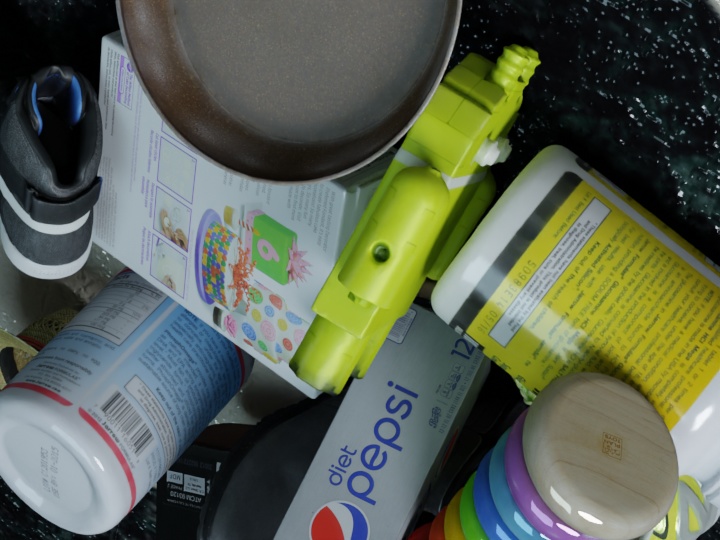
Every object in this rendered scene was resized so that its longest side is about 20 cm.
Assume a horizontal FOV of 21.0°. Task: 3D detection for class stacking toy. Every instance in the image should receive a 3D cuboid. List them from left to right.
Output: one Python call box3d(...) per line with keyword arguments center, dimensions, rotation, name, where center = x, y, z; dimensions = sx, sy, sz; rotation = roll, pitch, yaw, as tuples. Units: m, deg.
box3d(center=(0.075, 0.129, 1.000), dimensions=(0.085, 0.085, 0.200), rotation=(43, 140, -2), name="stacking toy")

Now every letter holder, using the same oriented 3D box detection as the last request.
box3d(center=(-0.019, 0.164, 1.311), dimensions=(0.199, 0.142, 0.101), rotation=(7, 99, 36), name="letter holder")

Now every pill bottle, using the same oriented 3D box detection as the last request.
box3d(center=(-0.136, 0.062, 1.217), dimensions=(0.108, 0.200, 0.109), rotation=(24, 139, 23), name="pill bottle")
box3d(center=(0.144, 0.036, 1.014), dimensions=(0.200, 0.112, 0.113), rotation=(39, 143, 5), name="pill bottle")

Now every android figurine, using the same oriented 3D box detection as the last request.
box3d(center=(0.032, -0.030, 1.002), dimensions=(0.041, 0.182, 0.201), rotation=(32, 99, 8), name="android figurine")

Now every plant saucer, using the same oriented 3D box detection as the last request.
box3d(center=(-0.033, -0.144, 0.962), dimensions=(0.199, 0.032, 0.202), rotation=(5, 101, 28), name="plant saucer")

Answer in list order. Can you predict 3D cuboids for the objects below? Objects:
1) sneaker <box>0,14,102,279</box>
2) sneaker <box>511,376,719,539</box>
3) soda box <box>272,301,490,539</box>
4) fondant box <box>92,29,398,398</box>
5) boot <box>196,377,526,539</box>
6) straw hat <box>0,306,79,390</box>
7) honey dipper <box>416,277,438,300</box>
box3d(center=(-0.197, -0.106, 1.170), dimensions=(0.201, 0.073, 0.112), rotation=(65, 151, 28), name="sneaker")
box3d(center=(0.131, 0.080, 1.099), dimensions=(0.200, 0.076, 0.075), rotation=(49, 144, -4), name="sneaker")
box3d(center=(0.005, 0.121, 1.087), dimensions=(0.063, 0.201, 0.068), rotation=(24, 165, 10), name="soda box")
box3d(center=(-0.070, -0.040, 1.127), dimensions=(0.200, 0.058, 0.145), rotation=(34, 132, 31), name="fondant box")
box3d(center=(0.004, 0.123, 1.154), dimensions=(0.131, 0.200, 0.070), rotation=(20, 142, 32), name="boot")
box3d(center=(-0.215, 0.076, 1.398), dimensions=(0.200, 0.085, 0.202), rotation=(27, 146, 20), name="straw hat")
box3d(center=(0.000, 0.000, 1.141), dimensions=(0.199, 0.038, 0.038), rotation=(20, 138, 43), name="honey dipper")
